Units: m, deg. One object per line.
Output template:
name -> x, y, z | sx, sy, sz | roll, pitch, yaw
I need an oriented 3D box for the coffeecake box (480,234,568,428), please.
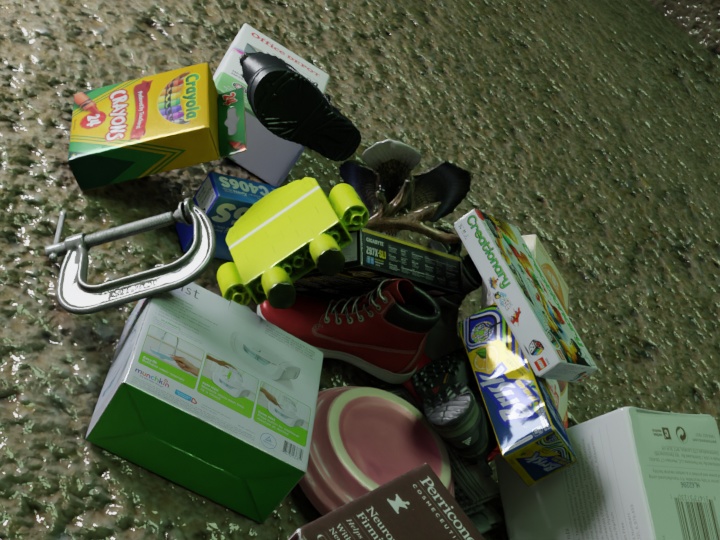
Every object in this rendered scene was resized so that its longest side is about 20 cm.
coffeecake box -> 0.204, 0.083, 1.514 | 0.154, 0.072, 0.202 | 48, 41, -54

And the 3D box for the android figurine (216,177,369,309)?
android figurine -> -0.079, -0.033, 1.320 | 0.041, 0.181, 0.200 | 55, 1, -30

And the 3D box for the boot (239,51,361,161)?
boot -> -0.096, -0.217, 1.478 | 0.198, 0.074, 0.163 | 29, 15, -49

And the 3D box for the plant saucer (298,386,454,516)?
plant saucer -> 0.021, 0.198, 1.296 | 0.199, 0.051, 0.202 | 23, 37, -19

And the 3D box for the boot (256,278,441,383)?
boot -> -0.013, 0.041, 1.380 | 0.198, 0.145, 0.073 | 19, 49, -1

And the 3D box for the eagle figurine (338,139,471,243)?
eagle figurine -> 0.046, -0.087, 1.481 | 0.152, 0.151, 0.200 | 45, 21, -9

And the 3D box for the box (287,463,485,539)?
box -> 0.009, 0.307, 1.094 | 0.166, 0.165, 0.199 | 51, 35, 17

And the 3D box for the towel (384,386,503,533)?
towel -> 0.059, 0.216, 1.370 | 0.191, 0.035, 0.201 | -3, 52, -46

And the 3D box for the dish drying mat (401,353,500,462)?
dish drying mat -> 0.096, 0.145, 1.451 | 0.200, 0.018, 0.077 | 43, 28, 19

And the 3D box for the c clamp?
c clamp -> -0.238, -0.028, 1.257 | 0.172, 0.198, 0.027 | -89, 163, -46

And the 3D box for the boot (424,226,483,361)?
boot -> 0.108, 0.052, 1.522 | 0.067, 0.131, 0.201 | 4, 47, -43

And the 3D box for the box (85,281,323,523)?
box -> -0.148, 0.120, 1.223 | 0.199, 0.097, 0.177 | 28, 34, -16

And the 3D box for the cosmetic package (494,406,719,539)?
cosmetic package -> 0.282, 0.261, 1.350 | 0.166, 0.199, 0.168 | 10, 62, -40

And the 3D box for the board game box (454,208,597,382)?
board game box -> 0.187, 0.030, 1.382 | 0.126, 0.034, 0.201 | 15, 44, -60

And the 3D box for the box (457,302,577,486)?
box -> 0.169, 0.130, 1.341 | 0.070, 0.064, 0.201 | 50, 16, -40

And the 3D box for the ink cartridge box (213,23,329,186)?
ink cartridge box -> -0.134, -0.226, 1.654 | 0.144, 0.088, 0.201 | 31, 32, -12

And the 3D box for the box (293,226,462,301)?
box -> 0.000, 0.000, 1.424 | 0.199, 0.159, 0.050 | 15, 70, -50

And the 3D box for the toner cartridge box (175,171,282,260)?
toner cartridge box -> -0.111, -0.052, 1.464 | 0.198, 0.095, 0.043 | 10, 43, -36

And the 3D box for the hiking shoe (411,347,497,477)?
hiking shoe -> 0.110, 0.159, 1.368 | 0.101, 0.075, 0.200 | 62, 11, -14

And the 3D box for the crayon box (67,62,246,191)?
crayon box -> -0.233, -0.170, 1.411 | 0.198, 0.051, 0.128 | -13, 44, 3
